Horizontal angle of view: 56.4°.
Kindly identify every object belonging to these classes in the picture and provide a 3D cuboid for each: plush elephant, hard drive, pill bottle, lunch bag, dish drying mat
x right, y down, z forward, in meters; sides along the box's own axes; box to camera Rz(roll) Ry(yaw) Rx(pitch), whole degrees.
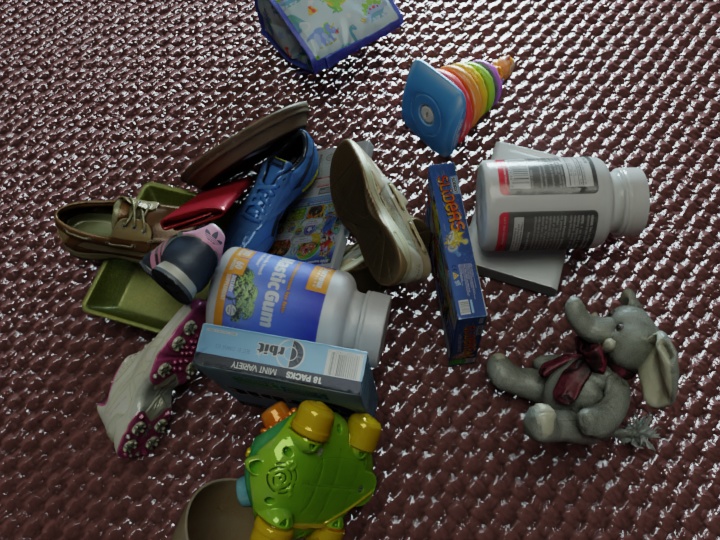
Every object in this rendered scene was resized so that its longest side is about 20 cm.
[{"bbox_3d":[0.259,0.099,0.728,0.195,0.165,0.159,15,103,-5],"label":"plush elephant"},{"bbox_3d":[0.220,-0.075,0.904,0.129,0.026,0.204,16,64,12],"label":"hard drive"},{"bbox_3d":[-0.066,0.048,0.764,0.194,0.113,0.115,12,63,6],"label":"pill bottle"},{"bbox_3d":[-0.052,-0.394,1.036,0.168,0.129,0.201,-32,55,-13],"label":"lunch bag"},{"bbox_3d":[0.244,-0.082,0.829,0.194,0.112,0.113,-1,61,3],"label":"pill bottle"},{"bbox_3d":[-0.179,-0.082,0.808,0.075,0.200,0.019,-17,105,5],"label":"dish drying mat"}]

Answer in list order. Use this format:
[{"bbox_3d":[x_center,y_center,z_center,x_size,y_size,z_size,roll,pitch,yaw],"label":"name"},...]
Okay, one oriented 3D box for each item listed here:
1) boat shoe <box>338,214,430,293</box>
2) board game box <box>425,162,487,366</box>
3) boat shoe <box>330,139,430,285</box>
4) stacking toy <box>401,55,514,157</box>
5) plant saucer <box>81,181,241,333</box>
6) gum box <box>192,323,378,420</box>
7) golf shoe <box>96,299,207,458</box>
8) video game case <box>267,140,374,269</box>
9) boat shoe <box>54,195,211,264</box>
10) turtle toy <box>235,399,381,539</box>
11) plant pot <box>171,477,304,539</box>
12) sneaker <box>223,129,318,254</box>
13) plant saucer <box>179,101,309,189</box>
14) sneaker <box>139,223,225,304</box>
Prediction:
[{"bbox_3d":[0.000,0.000,0.863,0.199,0.073,0.065,-42,30,-5],"label":"boat shoe"},{"bbox_3d":[0.111,-0.006,0.814,0.033,0.136,0.205,-7,62,-1],"label":"board game box"},{"bbox_3d":[0.022,-0.071,0.804,0.064,0.072,0.203,0,53,-38],"label":"boat shoe"},{"bbox_3d":[0.162,-0.264,0.980,0.198,0.117,0.110,-34,64,-29],"label":"stacking toy"},{"bbox_3d":[-0.232,-0.003,0.885,0.195,0.048,0.204,14,64,10],"label":"plant saucer"},{"bbox_3d":[-0.068,0.119,0.720,0.165,0.201,0.046,9,68,9],"label":"gum box"},{"bbox_3d":[-0.245,0.113,0.786,0.091,0.075,0.203,31,90,32],"label":"golf shoe"},{"bbox_3d":[-0.064,-0.078,0.892,0.140,0.018,0.204,-5,56,34],"label":"video game case"},{"bbox_3d":[-0.290,-0.053,0.845,0.194,0.074,0.078,-4,62,2],"label":"boat shoe"},{"bbox_3d":[-0.047,0.202,0.684,0.100,0.198,0.149,19,85,43],"label":"turtle toy"},{"bbox_3d":[-0.115,0.324,0.641,0.200,0.199,0.136,41,101,22],"label":"plant pot"},{"bbox_3d":[-0.121,-0.096,0.856,0.065,0.079,0.202,26,68,15],"label":"sneaker"},{"bbox_3d":[-0.149,-0.162,0.899,0.197,0.200,0.030,-32,97,-12],"label":"plant saucer"},{"bbox_3d":[-0.198,-0.012,0.766,0.070,0.199,0.083,45,74,-21],"label":"sneaker"}]
